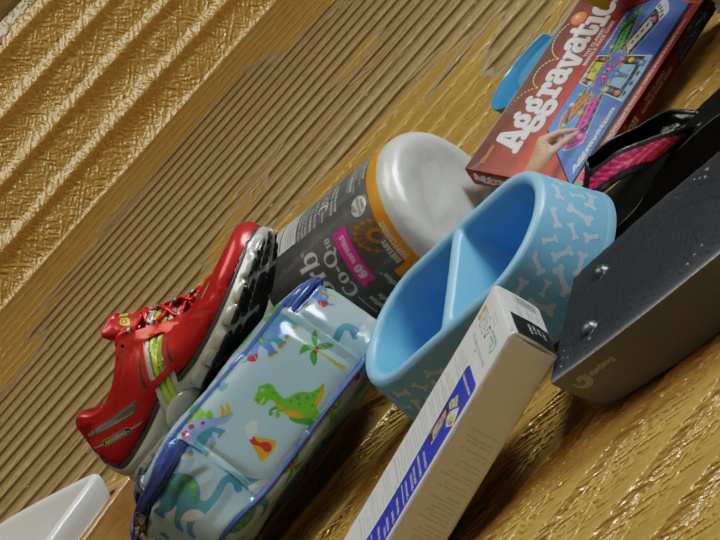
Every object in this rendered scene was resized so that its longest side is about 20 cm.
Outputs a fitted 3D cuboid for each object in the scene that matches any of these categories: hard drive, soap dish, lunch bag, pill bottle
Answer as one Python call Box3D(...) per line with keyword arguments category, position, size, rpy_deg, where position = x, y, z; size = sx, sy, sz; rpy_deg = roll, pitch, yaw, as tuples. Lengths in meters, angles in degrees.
Box3D(category="hard drive", position=(0.189, -0.016, 1.309), size=(0.200, 0.042, 0.135), rpy_deg=(-41, 13, 27))
Box3D(category="soap dish", position=(-0.245, 0.246, 1.846), size=(0.200, 0.081, 0.158), rpy_deg=(-32, 19, 51))
Box3D(category="lunch bag", position=(-0.069, 0.112, 1.607), size=(0.200, 0.082, 0.161), rpy_deg=(-52, -9, -24))
Box3D(category="pill bottle", position=(0.000, 0.000, 1.717), size=(0.200, 0.116, 0.117), rpy_deg=(-38, 15, 36))

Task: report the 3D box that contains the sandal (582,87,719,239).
Box3D(category="sandal", position=(0.179, -0.074, 1.512), size=(0.200, 0.045, 0.075), rpy_deg=(-44, 14, 14))

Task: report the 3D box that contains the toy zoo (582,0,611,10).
Box3D(category="toy zoo", position=(0.187, -0.260, 1.643), size=(0.200, 0.020, 0.132), rpy_deg=(97, -165, -70))

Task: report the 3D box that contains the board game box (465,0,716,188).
Box3D(category="board game box", position=(0.162, -0.132, 1.678), size=(0.103, 0.019, 0.200), rpy_deg=(13, 60, 44))

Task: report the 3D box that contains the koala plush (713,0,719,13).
Box3D(category="koala plush", position=(0.271, -0.251, 1.569), size=(0.200, 0.183, 0.178), rpy_deg=(110, -178, -74))

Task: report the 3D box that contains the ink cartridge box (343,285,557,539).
Box3D(category="ink cartridge box", position=(0.042, 0.110, 1.368), size=(0.200, 0.037, 0.095), rpy_deg=(-58, 10, 12))

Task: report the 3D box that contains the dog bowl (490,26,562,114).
Box3D(category="dog bowl", position=(0.182, -0.174, 1.804), size=(0.200, 0.050, 0.112), rpy_deg=(-44, 13, 9))

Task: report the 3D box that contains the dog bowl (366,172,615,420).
Box3D(category="dog bowl", position=(0.073, 0.016, 1.494), size=(0.200, 0.049, 0.112), rpy_deg=(-44, 26, 40))

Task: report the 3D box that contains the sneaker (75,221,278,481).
Box3D(category="sneaker", position=(-0.125, 0.046, 1.606), size=(0.200, 0.085, 0.077), rpy_deg=(-58, -8, 18))
